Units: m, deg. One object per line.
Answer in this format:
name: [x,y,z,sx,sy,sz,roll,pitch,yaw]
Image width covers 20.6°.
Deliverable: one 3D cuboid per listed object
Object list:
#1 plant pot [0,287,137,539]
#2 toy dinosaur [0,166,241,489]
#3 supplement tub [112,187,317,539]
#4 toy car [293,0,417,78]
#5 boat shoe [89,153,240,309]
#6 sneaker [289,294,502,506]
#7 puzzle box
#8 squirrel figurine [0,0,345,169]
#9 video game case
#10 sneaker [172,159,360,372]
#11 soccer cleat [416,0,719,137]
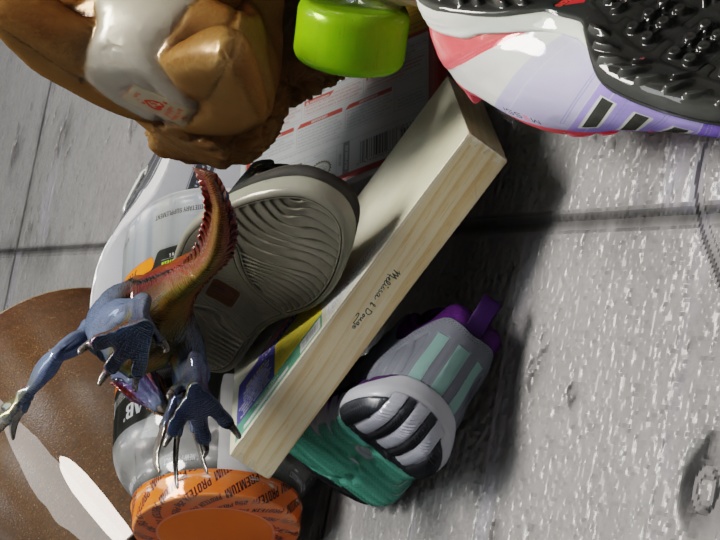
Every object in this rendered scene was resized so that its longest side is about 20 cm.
plant pot: [-0.159,0.138,1.271,0.200,0.187,0.187,43,119,50]
toy dinosaur: [-0.100,0.037,1.006,0.200,0.105,0.182,-57,15,8]
supplement tub: [-0.082,0.062,1.161,0.123,0.122,0.200,130,145,-50]
toy car: [0.041,-0.198,0.988,0.200,0.157,0.165,-96,12,-68]
boat shoe: [-0.124,-0.036,1.294,0.068,0.072,0.200,150,141,-71]
sneaker: [0.020,0.065,1.014,0.088,0.074,0.200,-52,10,-19]
puzzle box: [0.000,0.000,1.004,0.200,0.025,0.133,-53,13,13]
squirrel figurine: [-0.069,-0.159,1.021,0.200,0.141,0.187,52,-128,-59]
video game case: [-0.009,-0.130,1.146,0.143,0.017,0.200,-19,57,34]
sneaker: [-0.045,-0.030,1.018,0.200,0.075,0.106,-39,20,57]
soccer cleat: [0.106,-0.085,0.839,0.200,0.068,0.073,24,146,45]
